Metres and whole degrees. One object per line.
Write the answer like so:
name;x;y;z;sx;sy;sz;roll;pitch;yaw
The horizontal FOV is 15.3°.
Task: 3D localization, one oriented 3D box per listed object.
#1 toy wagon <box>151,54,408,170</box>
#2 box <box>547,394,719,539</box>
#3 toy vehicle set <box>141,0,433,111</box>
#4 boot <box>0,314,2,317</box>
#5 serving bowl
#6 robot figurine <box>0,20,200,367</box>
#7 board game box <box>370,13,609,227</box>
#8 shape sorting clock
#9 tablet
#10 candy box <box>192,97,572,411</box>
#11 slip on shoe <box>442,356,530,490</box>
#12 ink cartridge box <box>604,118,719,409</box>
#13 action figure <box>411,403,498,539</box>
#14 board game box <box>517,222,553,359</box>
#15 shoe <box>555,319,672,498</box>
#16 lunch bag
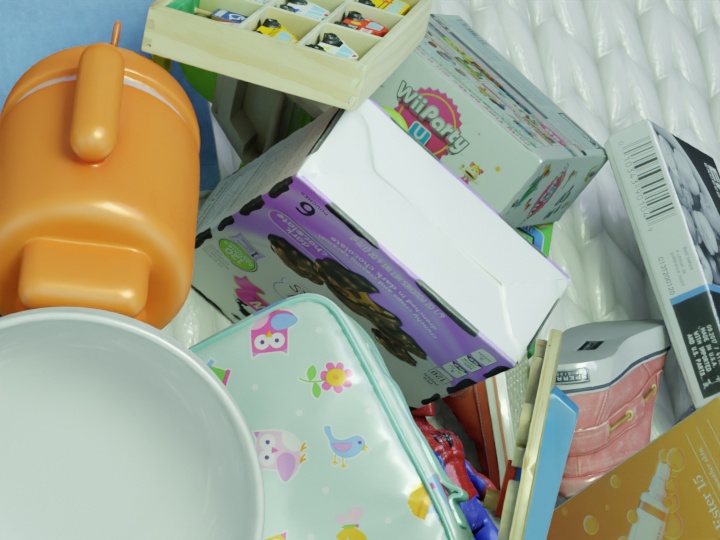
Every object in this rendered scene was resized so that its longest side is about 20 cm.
toy wagon;-0.040;-0.086;1.611;0.200;0.155;0.040;40;65;10
box;0.206;0.169;1.630;0.097;0.200;0.125;-8;65;-46
toy vehicle set;-0.037;-0.141;1.521;0.123;0.027;0.200;16;19;7
boot;-0.251;-0.011;1.453;0.200;0.072;0.166;47;27;-3
serving bowl;-0.146;0.109;1.364;0.200;0.200;0.066;43;11;-9
robot figurine;-0.144;-0.038;1.437;0.144;0.116;0.201;50;29;-39
board game box;0.072;-0.099;1.747;0.147;0.064;0.200;42;14;11
shape sorting clock;0.087;0.131;1.476;0.039;0.201;0.201;15;42;5
tablet;-0.165;-0.102;1.603;0.199;0.014;0.131;-7;87;-47
candy box;0.000;0.000;1.560;0.168;0.200;0.072;41;62;-11
slip on shoe;0.069;0.062;1.690;0.074;0.061;0.201;-18;91;-71
ink cartridge box;0.248;0.008;1.862;0.200;0.043;0.199;19;50;-64
action figure;0.067;0.157;1.631;0.065;0.052;0.201;-7;63;-42
board game box;0.039;-0.037;1.769;0.199;0.029;0.135;34;42;-20
shoe;0.163;0.089;1.766;0.200;0.071;0.092;-24;110;-68
lunch bag;-0.030;0.124;1.470;0.201;0.160;0.077;63;1;15
